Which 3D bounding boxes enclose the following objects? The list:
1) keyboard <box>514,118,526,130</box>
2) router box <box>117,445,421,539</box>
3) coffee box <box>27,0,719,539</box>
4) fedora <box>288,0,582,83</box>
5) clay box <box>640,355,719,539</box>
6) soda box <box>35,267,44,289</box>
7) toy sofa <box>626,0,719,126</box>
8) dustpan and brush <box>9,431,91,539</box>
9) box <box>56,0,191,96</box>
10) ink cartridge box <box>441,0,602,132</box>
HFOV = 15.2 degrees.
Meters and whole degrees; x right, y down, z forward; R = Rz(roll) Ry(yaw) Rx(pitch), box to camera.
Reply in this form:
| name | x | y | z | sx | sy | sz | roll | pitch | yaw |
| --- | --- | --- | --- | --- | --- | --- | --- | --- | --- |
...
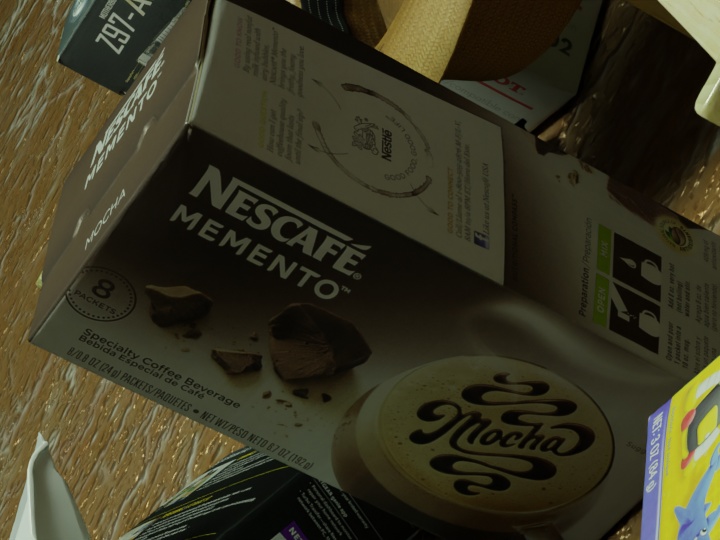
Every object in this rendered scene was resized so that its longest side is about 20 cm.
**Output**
| name | x | y | z | sx | sy | sz | roll | pitch | yaw |
| --- | --- | --- | --- | --- | --- | --- | --- | --- | --- |
| keyboard | 0.000 | 0.000 | 1.028 | 0.104 | 0.040 | 0.200 | -61 | -11 | 27 |
| router box | -0.055 | 0.115 | 1.037 | 0.149 | 0.051 | 0.200 | -38 | 5 | -27 |
| coffee box | 0.009 | 0.006 | 0.861 | 0.113 | 0.199 | 0.080 | -48 | 22 | 38 |
| fedora | 0.036 | -0.134 | 0.980 | 0.200 | 0.081 | 0.202 | -30 | 55 | 57 |
| clay box | 0.143 | 0.038 | 0.680 | 0.200 | 0.047 | 0.115 | -49 | 23 | 42 |
| soda box | -0.043 | -0.002 | 1.074 | 0.068 | 0.064 | 0.200 | -60 | -23 | 10 |
| toy sofa | 0.137 | -0.099 | 0.842 | 0.098 | 0.082 | 0.200 | -60 | 17 | 14 |
| dustpan and brush | -0.106 | 0.177 | 0.931 | 0.201 | 0.057 | 0.140 | 60 | 150 | 26 |
| box | -0.026 | -0.144 | 1.256 | 0.200 | 0.160 | 0.044 | -54 | 19 | 30 |
| ink cartridge box | 0.021 | -0.100 | 1.124 | 0.200 | 0.115 | 0.068 | -40 | 28 | 54 |
